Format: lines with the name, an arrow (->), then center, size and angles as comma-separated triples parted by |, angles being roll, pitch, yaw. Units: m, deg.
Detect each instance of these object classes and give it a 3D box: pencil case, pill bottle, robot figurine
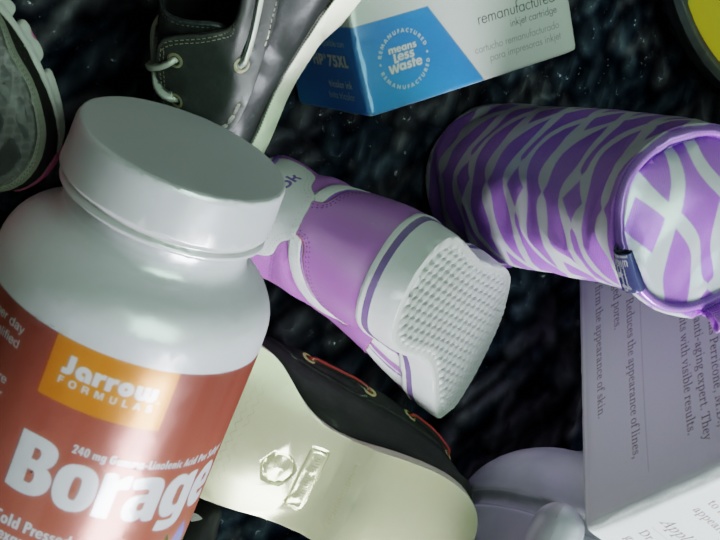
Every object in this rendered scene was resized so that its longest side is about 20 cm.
pencil case -> 0.102, -0.029, 0.810 | 0.084, 0.200, 0.086 | -33, 110, -14
pill bottle -> -0.103, 0.040, 0.720 | 0.112, 0.112, 0.201 | 9, 115, -32
robot figurine -> 0.080, 0.169, 0.874 | 0.112, 0.170, 0.201 | 23, 64, 9

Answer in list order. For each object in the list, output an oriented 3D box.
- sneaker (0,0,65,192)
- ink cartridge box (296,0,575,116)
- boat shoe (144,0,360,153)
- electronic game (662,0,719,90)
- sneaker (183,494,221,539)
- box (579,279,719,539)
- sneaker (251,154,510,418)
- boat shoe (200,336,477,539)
sneaker -> -0.190, -0.096, 0.670 | 0.073, 0.088, 0.200 | -30, 114, 20
ink cartridge box -> 0.017, -0.181, 0.801 | 0.116, 0.067, 0.201 | -21, 110, -26
boat shoe -> -0.060, -0.092, 0.744 | 0.067, 0.072, 0.200 | 14, 122, -36
electronic game -> 0.231, -0.182, 0.944 | 0.199, 0.042, 0.201 | -7, 104, -29
sneaker -> -0.035, 0.185, 0.847 | 0.080, 0.071, 0.200 | -47, 118, -9
box -> 0.215, 0.066, 0.882 | 0.199, 0.130, 0.201 | 38, 39, -31
sneaker -> 0.000, -0.001, 0.821 | 0.073, 0.114, 0.201 | -60, 160, -11
boat shoe -> -0.037, 0.072, 0.830 | 0.201, 0.063, 0.074 | 31, 103, -18
